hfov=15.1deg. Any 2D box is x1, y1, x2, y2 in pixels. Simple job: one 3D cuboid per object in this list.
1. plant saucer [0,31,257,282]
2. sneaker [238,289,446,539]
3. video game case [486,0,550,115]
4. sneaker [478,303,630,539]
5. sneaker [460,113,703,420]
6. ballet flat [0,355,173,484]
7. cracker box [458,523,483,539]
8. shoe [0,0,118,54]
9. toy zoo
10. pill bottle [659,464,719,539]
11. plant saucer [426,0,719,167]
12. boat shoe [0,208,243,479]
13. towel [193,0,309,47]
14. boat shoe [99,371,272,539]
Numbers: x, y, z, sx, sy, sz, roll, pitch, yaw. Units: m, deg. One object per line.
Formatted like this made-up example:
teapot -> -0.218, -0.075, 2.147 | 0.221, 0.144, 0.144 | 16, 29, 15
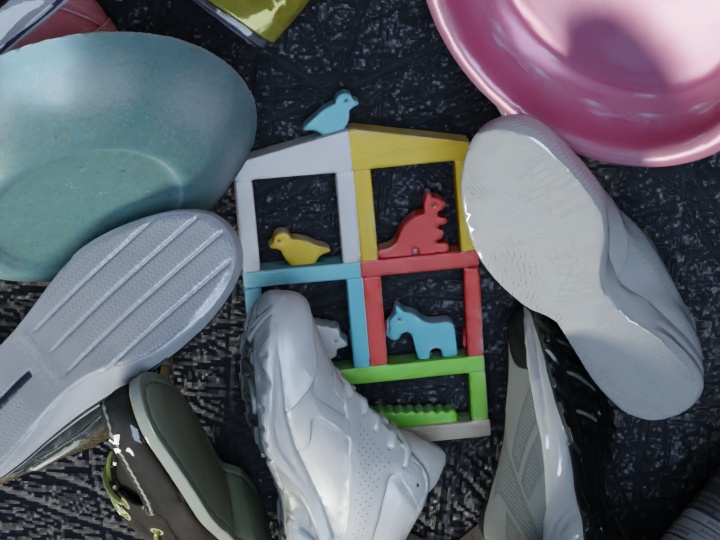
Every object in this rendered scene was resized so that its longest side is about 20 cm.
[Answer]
plant saucer -> -0.146, -0.044, 1.390 | 0.201, 0.039, 0.201 | -13, 147, -8
sneaker -> -0.007, 0.094, 1.468 | 0.099, 0.078, 0.200 | -16, 116, -6
video game case -> 0.120, -0.186, 1.444 | 0.182, 0.023, 0.200 | -31, 104, 5
sneaker -> 0.095, 0.110, 1.457 | 0.079, 0.200, 0.074 | -19, 152, 28
sneaker -> 0.120, -0.015, 1.453 | 0.075, 0.089, 0.200 | -20, 120, 28
ballet flat -> -0.193, 0.087, 1.481 | 0.200, 0.046, 0.067 | -25, 105, 3
cracker box -> 0.053, 0.246, 1.534 | 0.200, 0.058, 0.134 | -41, 104, 6
shoe -> -0.204, -0.067, 1.427 | 0.200, 0.071, 0.091 | -40, 101, 3
toy zoo -> 0.000, 0.000, 1.485 | 0.131, 0.020, 0.200 | -5, 105, -3
pill bottle -> 0.221, 0.165, 1.471 | 0.116, 0.116, 0.200 | 41, 82, -13
plant saucer -> 0.128, -0.147, 1.373 | 0.200, 0.051, 0.201 | 19, 134, 21
boat shoe -> -0.138, 0.037, 1.420 | 0.200, 0.071, 0.072 | -37, 76, 14
towel -> -0.048, -0.229, 1.408 | 0.144, 0.023, 0.200 | 39, 99, 0
boat shoe -> -0.102, 0.118, 1.439 | 0.061, 0.072, 0.201 | -17, 148, 9
